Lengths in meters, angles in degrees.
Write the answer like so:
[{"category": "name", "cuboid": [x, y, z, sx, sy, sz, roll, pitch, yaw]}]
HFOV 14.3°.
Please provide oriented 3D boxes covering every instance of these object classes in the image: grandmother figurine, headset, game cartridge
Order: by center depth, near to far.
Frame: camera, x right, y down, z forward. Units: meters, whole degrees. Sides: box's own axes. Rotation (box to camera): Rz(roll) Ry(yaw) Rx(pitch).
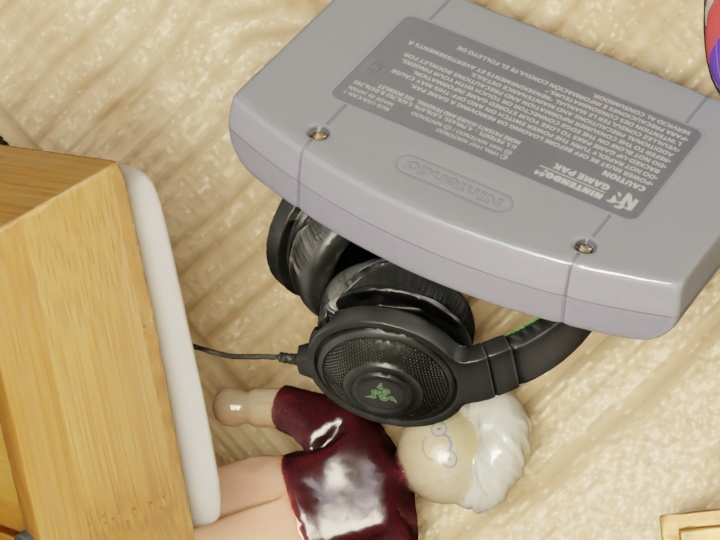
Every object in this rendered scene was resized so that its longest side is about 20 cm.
[{"category": "game cartridge", "cuboid": [0.056, -0.045, 1.133, 0.199, 0.133, 0.041, 24, 131, 20]}, {"category": "headset", "cuboid": [0.000, 0.000, 1.138, 0.199, 0.094, 0.124, -19, 48, -3]}, {"category": "grandmother figurine", "cuboid": [-0.023, 0.100, 1.162, 0.199, 0.061, 0.122, -23, 88, 2]}]

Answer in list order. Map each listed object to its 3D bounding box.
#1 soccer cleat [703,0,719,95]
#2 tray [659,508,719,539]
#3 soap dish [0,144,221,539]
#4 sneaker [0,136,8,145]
[{"category": "soccer cleat", "cuboid": [0.179, -0.159, 1.129, 0.068, 0.073, 0.201, 20, 92, 17]}, {"category": "tray", "cuboid": [0.221, 0.132, 1.113, 0.199, 0.037, 0.099, -8, 83, 16]}, {"category": "soap dish", "cuboid": [-0.144, 0.032, 1.106, 0.200, 0.081, 0.158, 9, 115, 53]}, {"category": "sneaker", "cuboid": [-0.240, -0.008, 1.246, 0.200, 0.079, 0.096, -39, 74, 11]}]
